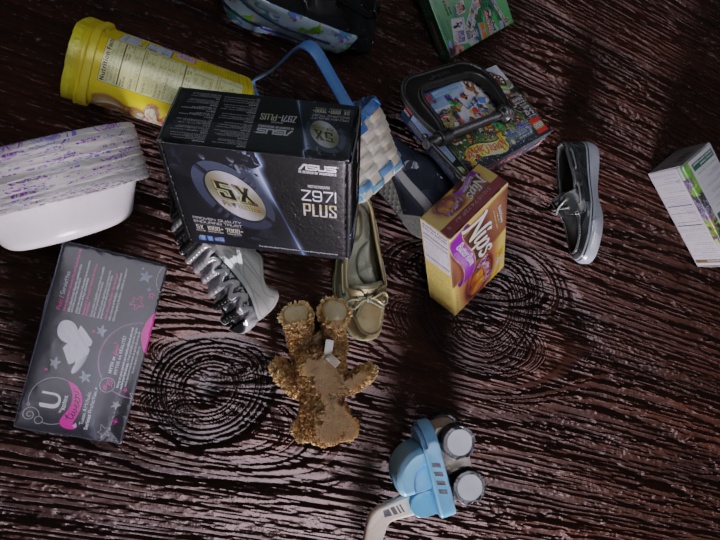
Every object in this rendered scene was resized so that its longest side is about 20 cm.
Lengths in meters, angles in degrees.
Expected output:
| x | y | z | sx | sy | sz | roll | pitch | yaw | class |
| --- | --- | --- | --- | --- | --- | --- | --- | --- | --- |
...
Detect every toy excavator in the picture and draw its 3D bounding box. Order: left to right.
| x | y | z | sx | sy | sz | roll | pitch | yaw | class |
| --- | --- | --- | --- | --- | --- | --- | --- | --- | --- |
| 0.071 | 0.317 | 0.906 | 0.198 | 0.100 | 0.196 | -14 | 92 | -7 | toy excavator |

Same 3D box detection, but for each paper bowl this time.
| x | y | z | sx | sy | sz | roll | pitch | yaw | class |
| --- | --- | --- | --- | --- | --- | --- | --- | --- | --- |
| -0.331 | -0.088 | 0.696 | 0.199 | 0.200 | 0.105 | -20 | 106 | -20 | paper bowl |

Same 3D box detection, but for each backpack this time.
| x | y | z | sx | sy | sz | roll | pitch | yaw | class |
| --- | --- | --- | --- | --- | --- | --- | --- | --- | --- |
| -0.088 | -0.376 | 0.836 | 0.199 | 0.153 | 0.165 | 0 | 91 | -42 | backpack |

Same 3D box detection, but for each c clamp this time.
| x | y | z | sx | sy | sz | roll | pitch | yaw | class |
| --- | --- | --- | --- | --- | --- | --- | --- | --- | --- |
| 0.140 | -0.214 | 0.875 | 0.199 | 0.027 | 0.171 | -33 | 73 | -33 | c clamp |

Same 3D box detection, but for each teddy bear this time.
| x | y | z | sx | sy | sz | roll | pitch | yaw | class |
| --- | --- | --- | --- | --- | --- | --- | --- | --- | --- |
| -0.053 | 0.134 | 0.869 | 0.144 | 0.067 | 0.201 | -24 | 94 | -16 | teddy bear |

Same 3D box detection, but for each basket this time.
| x | y | z | sx | sy | sz | roll | pitch | yaw | class |
| --- | --- | --- | --- | --- | --- | --- | --- | --- | --- |
| -0.051 | -0.179 | 0.818 | 0.139 | 0.176 | 0.201 | -41 | 108 | -26 | basket |

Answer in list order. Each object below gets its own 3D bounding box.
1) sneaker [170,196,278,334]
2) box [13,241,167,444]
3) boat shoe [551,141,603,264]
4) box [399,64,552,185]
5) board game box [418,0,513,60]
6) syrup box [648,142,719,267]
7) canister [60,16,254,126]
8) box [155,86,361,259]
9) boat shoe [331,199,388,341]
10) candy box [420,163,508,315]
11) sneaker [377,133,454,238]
| x | y | z | sx | sy | sz | roll | pitch | yaw | class |
| --- | --- | --- | --- | --- | --- | --- | --- | --- | --- |
| -0.177 | -0.020 | 0.829 | 0.081 | 0.075 | 0.201 | -33 | 99 | -37 | sneaker |
| -0.305 | 0.077 | 0.738 | 0.114 | 0.132 | 0.202 | 16 | 85 | -18 | box |
| 0.339 | -0.110 | 1.027 | 0.070 | 0.072 | 0.202 | 4 | 77 | -12 | boat shoe |
| 0.170 | -0.212 | 0.923 | 0.199 | 0.038 | 0.137 | -31 | 78 | -34 | box |
| 0.141 | -0.437 | 0.951 | 0.134 | 0.029 | 0.201 | -33 | 112 | -19 | board game box |
| 0.595 | -0.110 | 1.109 | 0.079 | 0.081 | 0.201 | -36 | 100 | -16 | syrup box |
| -0.233 | -0.220 | 0.762 | 0.199 | 0.149 | 0.087 | 15 | 110 | -19 | canister |
| -0.101 | -0.103 | 0.710 | 0.198 | 0.164 | 0.087 | 7 | 55 | 3 | box |
| 0.002 | -0.001 | 0.892 | 0.073 | 0.063 | 0.202 | -3 | 90 | -20 | boat shoe |
| 0.146 | -0.037 | 0.886 | 0.117 | 0.200 | 0.056 | -42 | 61 | -17 | candy box |
| 0.080 | -0.162 | 0.923 | 0.146 | 0.077 | 0.203 | -37 | 90 | -29 | sneaker |
